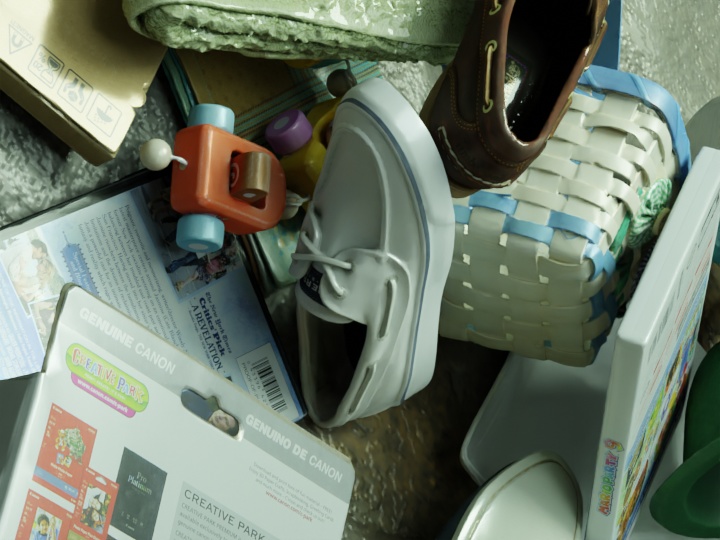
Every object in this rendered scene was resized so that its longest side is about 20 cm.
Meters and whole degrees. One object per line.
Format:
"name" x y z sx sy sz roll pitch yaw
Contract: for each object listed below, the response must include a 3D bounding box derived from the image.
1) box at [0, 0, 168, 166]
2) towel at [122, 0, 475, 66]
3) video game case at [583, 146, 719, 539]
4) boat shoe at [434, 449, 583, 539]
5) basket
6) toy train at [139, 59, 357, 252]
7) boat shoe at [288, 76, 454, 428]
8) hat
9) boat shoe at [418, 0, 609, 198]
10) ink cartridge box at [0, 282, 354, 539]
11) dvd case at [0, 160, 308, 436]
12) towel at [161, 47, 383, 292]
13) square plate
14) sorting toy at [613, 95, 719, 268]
"box" -0.161 -0.172 1.312 0.200 0.021 0.164 40 53 -25
"towel" -0.028 -0.169 1.355 0.199 0.036 0.149 3 64 -27
"video game case" 0.151 0.054 1.443 0.201 0.018 0.144 93 20 -47
"boat shoe" 0.049 0.167 1.397 0.075 0.062 0.200 48 49 -19
"basket" 0.106 -0.062 1.462 0.177 0.138 0.201 81 21 -61
"toy train" -0.031 -0.095 1.367 0.150 0.055 0.201 28 62 -45
"boat shoe" 0.000 0.000 1.339 0.065 0.073 0.201 -31 138 -28
"hat" 0.214 0.038 1.542 0.165 0.200 0.177 -9 64 -13
"boat shoe" 0.089 -0.124 1.343 0.070 0.070 0.201 30 59 -19
"ink cartridge box" -0.107 0.127 1.208 0.200 0.084 0.176 37 58 -39
"dvd case" -0.115 0.035 1.305 0.200 0.017 0.143 -25 94 -47
"towel" -0.044 -0.101 1.430 0.146 0.022 0.201 -26 94 -48
"square plate" 0.139 0.098 1.545 0.198 0.028 0.200 48 46 -23
"sorting toy" 0.226 -0.038 1.581 0.199 0.180 0.108 13 91 -42
